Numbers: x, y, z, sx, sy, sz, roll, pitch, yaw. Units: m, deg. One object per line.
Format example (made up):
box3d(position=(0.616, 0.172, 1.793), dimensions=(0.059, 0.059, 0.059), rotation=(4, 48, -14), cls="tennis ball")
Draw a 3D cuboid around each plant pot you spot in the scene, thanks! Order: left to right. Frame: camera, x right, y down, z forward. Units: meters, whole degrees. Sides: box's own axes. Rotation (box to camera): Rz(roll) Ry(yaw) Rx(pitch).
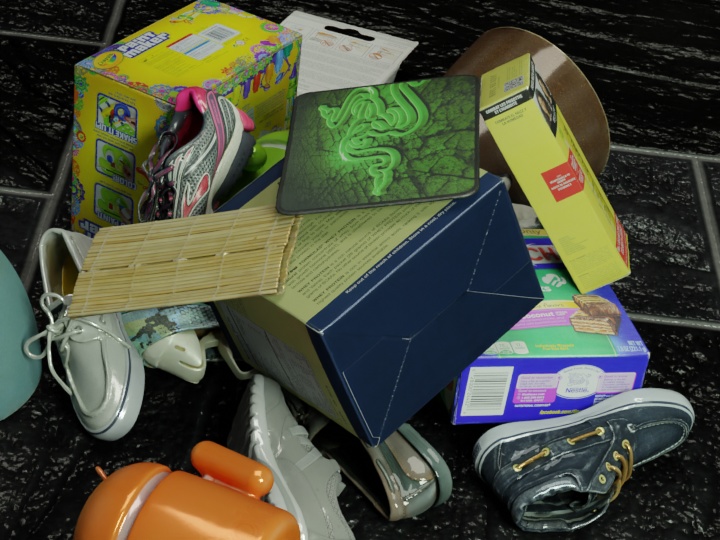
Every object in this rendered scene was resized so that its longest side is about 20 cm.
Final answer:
box3d(position=(-0.366, 0.027, 1.546), dimensions=(0.200, 0.135, 0.200), rotation=(5, 34, -4), cls="plant pot")
box3d(position=(0.114, -0.111, 1.843), dimensions=(0.187, 0.187, 0.200), rotation=(31, 56, 31), cls="plant pot")

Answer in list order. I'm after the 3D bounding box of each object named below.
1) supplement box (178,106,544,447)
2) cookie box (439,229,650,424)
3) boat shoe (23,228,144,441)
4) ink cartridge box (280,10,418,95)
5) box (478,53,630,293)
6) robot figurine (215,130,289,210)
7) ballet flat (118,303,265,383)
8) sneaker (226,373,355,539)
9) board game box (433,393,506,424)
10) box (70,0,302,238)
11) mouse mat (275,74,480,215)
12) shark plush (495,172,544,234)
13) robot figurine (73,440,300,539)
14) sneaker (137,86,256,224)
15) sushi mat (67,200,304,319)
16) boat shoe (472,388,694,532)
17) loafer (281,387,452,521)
box3d(position=(0.000, 0.000, 1.506), dimensions=(0.200, 0.134, 0.200), rotation=(-40, 41, -20), cls="supplement box")
box3d(position=(0.137, 0.044, 1.625), dimensions=(0.171, 0.075, 0.200), rotation=(-1, 33, -15), cls="cookie box")
box3d(position=(-0.238, 0.045, 1.542), dimensions=(0.086, 0.075, 0.202), rotation=(30, 38, -46), cls="boat shoe")
box3d(position=(-0.042, -0.221, 2.073), dimensions=(0.161, 0.050, 0.200), rotation=(17, 30, 14), cls="ink cartridge box")
box3d(position=(0.167, -0.082, 1.589), dimensions=(0.050, 0.200, 0.075), rotation=(-23, 25, 18), cls="box")
box3d(position=(-0.081, -0.048, 1.709), dimensions=(0.116, 0.175, 0.200), rotation=(-11, 35, 41), cls="robot figurine")
box3d(position=(-0.125, 0.064, 1.609), dimensions=(0.200, 0.074, 0.074), rotation=(-5, 35, -13), cls="ballet flat")
box3d(position=(-0.055, 0.165, 1.477), dimensions=(0.082, 0.075, 0.200), rotation=(7, 40, -23), cls="sneaker")
box3d(position=(0.133, 0.086, 1.658), dimensions=(0.200, 0.029, 0.135), rotation=(19, 34, 17), cls="board game box")
box3d(position=(-0.165, -0.127, 1.767), dimensions=(0.122, 0.193, 0.200), rotation=(23, 36, 24), cls="box")
box3d(position=(0.017, -0.105, 1.500), dimensions=(0.161, 0.008, 0.200), rotation=(-6, 32, 7), cls="mouse mat")
box3d(position=(0.100, -0.006, 1.739), dimensions=(0.200, 0.083, 0.091), rotation=(-30, 44, -18), cls="shark plush")
box3d(position=(-0.121, 0.207, 1.343), dimensions=(0.200, 0.144, 0.117), rotation=(18, 18, 15), cls="robot figurine")
box3d(position=(-0.162, -0.064, 1.605), dimensions=(0.081, 0.075, 0.200), rotation=(5, 70, 36), cls="sneaker")
box3d(position=(-0.140, -0.008, 1.470), dimensions=(0.200, 0.012, 0.096), rotation=(-7, 50, 28), cls="sushi mat")
box3d(position=(0.199, 0.162, 1.528), dimensions=(0.200, 0.071, 0.091), rotation=(-12, 39, -16), cls="boat shoe")
box3d(position=(-0.012, 0.133, 1.524), dimensions=(0.063, 0.072, 0.200), rotation=(-28, 49, -33), cls="loafer")
